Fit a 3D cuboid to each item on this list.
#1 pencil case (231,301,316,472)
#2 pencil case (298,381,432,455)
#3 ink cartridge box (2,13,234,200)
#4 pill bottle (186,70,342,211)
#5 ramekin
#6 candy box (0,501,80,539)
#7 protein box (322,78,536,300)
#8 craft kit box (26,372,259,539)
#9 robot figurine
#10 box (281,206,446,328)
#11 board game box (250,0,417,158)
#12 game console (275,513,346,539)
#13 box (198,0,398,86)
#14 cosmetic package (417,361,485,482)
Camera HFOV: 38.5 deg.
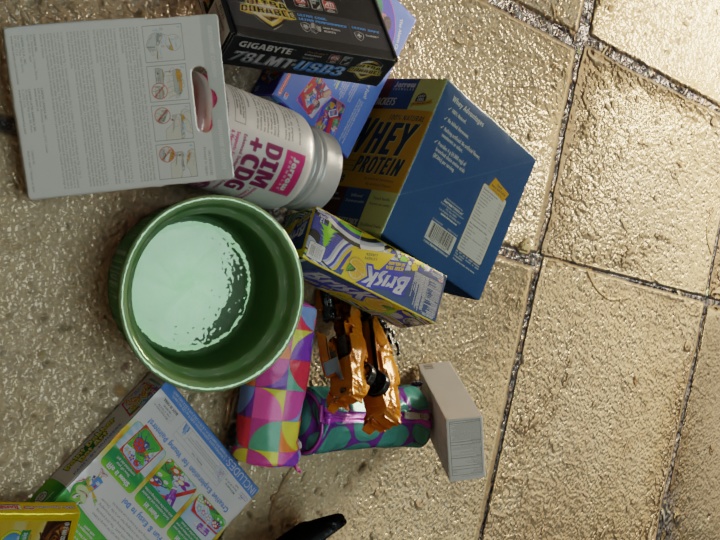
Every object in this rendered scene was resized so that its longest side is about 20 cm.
[{"bbox_3d":[-0.098,0.130,1.191,0.088,0.088,0.202,7,89,-42],"label":"pencil case"},{"bbox_3d":[-0.001,0.184,1.286,0.199,0.092,0.086,4,78,-40],"label":"pencil case"},{"bbox_3d":[-0.231,-0.158,0.994,0.198,0.057,0.164,-8,104,-13],"label":"ink cartridge box"},{"bbox_3d":[-0.122,-0.131,1.109,0.199,0.113,0.114,15,88,-42],"label":"pill bottle"},{"bbox_3d":[-0.168,0.020,1.084,0.199,0.098,0.202,-3,97,-27],"label":"ramekin"},{"bbox_3d":[-0.351,0.324,1.020,0.102,0.026,0.202,9,103,-33],"label":"candy box"},{"bbox_3d":[0.082,-0.101,1.280,0.198,0.134,0.201,32,77,-40],"label":"protein box"},{"bbox_3d":[-0.233,0.251,1.130,0.198,0.048,0.201,-49,126,-27],"label":"craft kit box"},{"bbox_3d":[-0.007,0.088,1.234,0.145,0.058,0.201,38,31,-41],"label":"robot figurine"},{"bbox_3d":[0.000,0.000,1.184,0.199,0.070,0.065,28,67,-31],"label":"box"},{"bbox_3d":[-0.028,-0.254,1.215,0.134,0.045,0.201,37,73,-39],"label":"board game box"},{"bbox_3d":[-0.102,0.396,1.227,0.199,0.176,0.117,-28,87,-35],"label":"game console"},{"bbox_3d":[-0.077,-0.294,1.075,0.199,0.050,0.200,1,60,-34],"label":"box"},{"bbox_3d":[0.116,0.189,1.326,0.050,0.200,0.083,-4,105,-6],"label":"cosmetic package"}]
